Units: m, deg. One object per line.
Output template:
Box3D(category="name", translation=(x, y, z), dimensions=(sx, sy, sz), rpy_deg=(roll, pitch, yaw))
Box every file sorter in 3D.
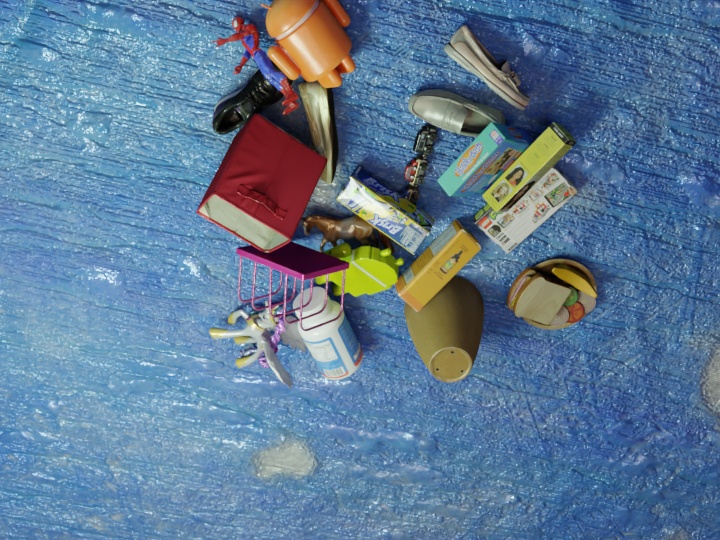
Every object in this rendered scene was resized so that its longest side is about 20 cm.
Box3D(category="file sorter", translation=(-0.143, 0.028, 1.707), dimensions=(0.197, 0.138, 0.128), rpy_deg=(20, 112, 37))

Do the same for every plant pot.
Box3D(category="plant pot", translation=(0.191, 0.142, 1.807), dimensions=(0.182, 0.201, 0.190), rpy_deg=(0, 122, 0))

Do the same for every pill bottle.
Box3D(category="pill bottle", translation=(-0.075, 0.137, 1.852), dimensions=(0.110, 0.113, 0.202), rpy_deg=(-16, 125, 11))

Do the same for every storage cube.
Box3D(category="storage cube", translation=(-0.190, -0.163, 1.598), dimensions=(0.169, 0.183, 0.199), rpy_deg=(30, 162, -16))

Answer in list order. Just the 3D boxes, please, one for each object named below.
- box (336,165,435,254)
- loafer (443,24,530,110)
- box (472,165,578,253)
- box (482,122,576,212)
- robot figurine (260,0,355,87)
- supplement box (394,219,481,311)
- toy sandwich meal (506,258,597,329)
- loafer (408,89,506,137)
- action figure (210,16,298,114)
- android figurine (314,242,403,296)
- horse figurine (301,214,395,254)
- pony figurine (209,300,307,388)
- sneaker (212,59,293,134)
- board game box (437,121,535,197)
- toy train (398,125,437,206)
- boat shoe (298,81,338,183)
Box3D(category="box", translation=(0.052, -0.124, 1.694), dimensions=(0.198, 0.070, 0.065), rpy_deg=(36, 120, -3))
Box3D(category="loafer", translation=(0.250, -0.382, 1.562), dimensions=(0.198, 0.072, 0.063), rpy_deg=(33, 110, -15))
Box3D(category="box", translation=(0.342, -0.138, 1.727), dimensions=(0.109, 0.035, 0.200), rpy_deg=(38, 115, -20))
Box3D(category="box", translation=(0.333, -0.200, 1.634), dimensions=(0.050, 0.075, 0.200), rpy_deg=(49, 115, 15))
Box3D(category="robot figurine", translation=(-0.093, -0.430, 1.510), dimensions=(0.142, 0.118, 0.200), rpy_deg=(-31, 117, 22))
Box3D(category="supplement box", translation=(0.164, -0.011, 1.774), dimensions=(0.066, 0.069, 0.200), rpy_deg=(39, 107, -22))
Box3D(category="toy sandwich meal", translation=(0.429, 0.062, 1.827), dimensions=(0.200, 0.071, 0.209), rpy_deg=(1, 122, 1))
Box3D(category="loafer", translation=(0.189, -0.302, 1.608), dimensions=(0.195, 0.070, 0.071), rpy_deg=(10, 120, -6))
Box3D(category="action figure", translation=(-0.202, -0.375, 1.527), dimensions=(0.098, 0.065, 0.203), rpy_deg=(-28, 80, -11))
Box3D(category="android figurine", translation=(0.000, 0.000, 1.774), dimensions=(0.197, 0.042, 0.181), rpy_deg=(-22, 140, 35))
Box3D(category="horse figurine", translation=(-0.024, -0.072, 1.767), dimensions=(0.195, 0.050, 0.135), rpy_deg=(-3, 128, 5))
Box3D(category="pony figurine", translation=(-0.214, 0.157, 1.865), dimensions=(0.197, 0.168, 0.194), rpy_deg=(-18, 121, 33))
Box3D(category="sneaker", translation=(-0.203, -0.325, 1.590), dimensions=(0.198, 0.088, 0.076), rpy_deg=(-35, 115, 20))
Box3D(category="board game box", translation=(0.249, -0.209, 1.601), dimensions=(0.152, 0.199, 0.045), rpy_deg=(-46, 72, 24))
Box3D(category="toy train", translation=(0.112, -0.202, 1.693), dimensions=(0.045, 0.034, 0.203), rpy_deg=(13, 121, -3))
Box3D(category="boat shoe", translation=(-0.082, -0.271, 1.634), dimensions=(0.062, 0.074, 0.205), rpy_deg=(0, 119, 9))
